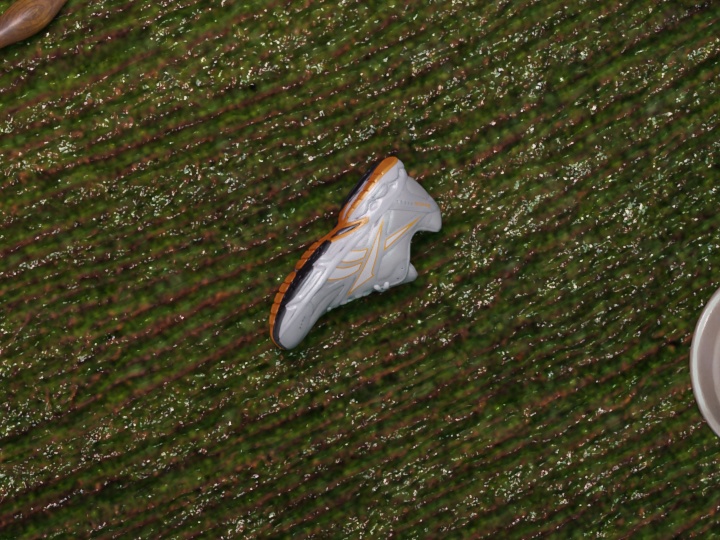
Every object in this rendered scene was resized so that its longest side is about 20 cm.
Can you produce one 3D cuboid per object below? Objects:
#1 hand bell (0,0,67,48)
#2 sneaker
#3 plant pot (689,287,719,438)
[{"bbox_3d":[-0.338,-0.190,1.469,0.200,0.104,0.104,-39,97,-18],"label":"hand bell"},{"bbox_3d":[0.000,0.000,1.520,0.092,0.076,0.200,39,86,-13],"label":"sneaker"},{"bbox_3d":[0.430,0.091,1.543,0.199,0.183,0.202,0,91,-10],"label":"plant pot"}]
